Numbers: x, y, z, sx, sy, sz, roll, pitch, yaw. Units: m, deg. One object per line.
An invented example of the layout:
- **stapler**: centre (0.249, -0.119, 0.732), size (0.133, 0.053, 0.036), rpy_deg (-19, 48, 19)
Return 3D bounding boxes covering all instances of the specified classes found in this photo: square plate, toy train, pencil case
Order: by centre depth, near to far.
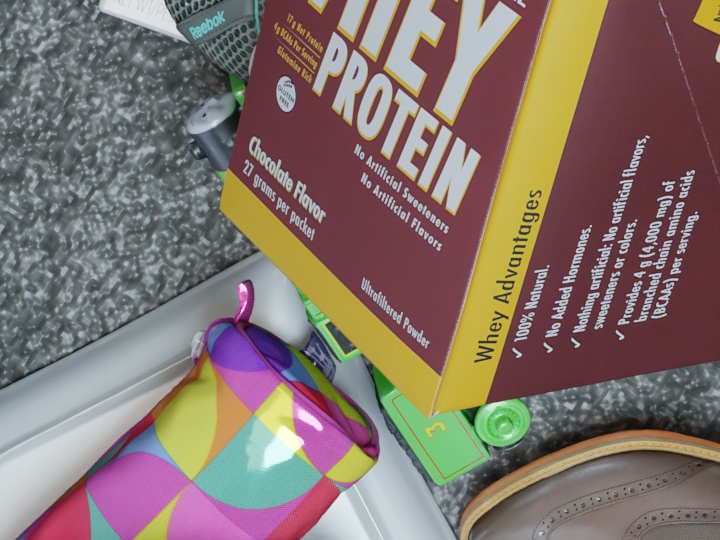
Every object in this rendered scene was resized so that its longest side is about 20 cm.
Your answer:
- **pencil case**: centre (-0.080, 0.103, 0.931), size (0.088, 0.088, 0.200), rpy_deg (42, 98, -1)
- **toy train**: centre (0.000, 0.000, 0.937), size (0.056, 0.042, 0.200), rpy_deg (-30, 114, 8)
- **square plate**: centre (-0.067, 0.119, 0.989), size (0.198, 0.028, 0.200), rpy_deg (-27, 93, 6)

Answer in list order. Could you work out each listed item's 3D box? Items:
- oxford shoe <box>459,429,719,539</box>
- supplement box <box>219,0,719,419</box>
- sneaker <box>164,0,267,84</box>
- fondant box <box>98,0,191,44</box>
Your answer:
- **oxford shoe**: centre (0.128, 0.108, 0.930), size (0.200, 0.073, 0.071), rpy_deg (-7, 124, 23)
- **supplement box**: centre (0.087, -0.080, 0.802), size (0.200, 0.133, 0.197), rpy_deg (-8, 126, -35)
- **sneaker**: centre (0.000, -0.150, 0.873), size (0.091, 0.078, 0.200), rpy_deg (29, 78, 28)
- **fondant box**: centre (0.000, -0.170, 0.940), size (0.144, 0.058, 0.200), rpy_deg (20, 96, 3)
